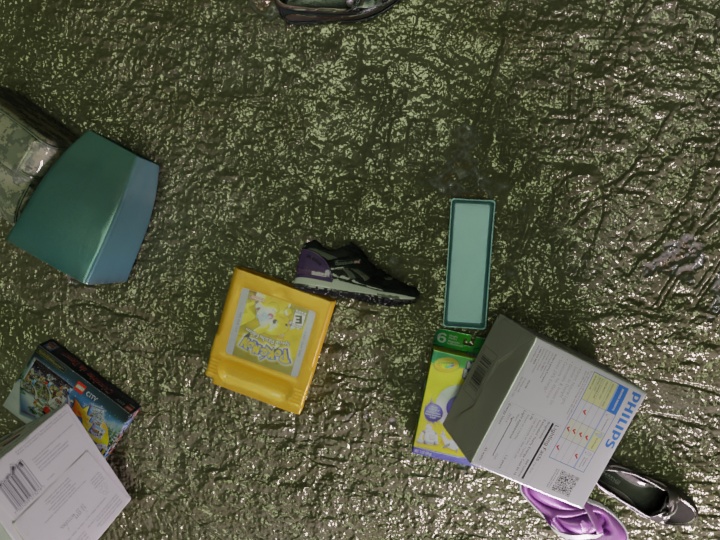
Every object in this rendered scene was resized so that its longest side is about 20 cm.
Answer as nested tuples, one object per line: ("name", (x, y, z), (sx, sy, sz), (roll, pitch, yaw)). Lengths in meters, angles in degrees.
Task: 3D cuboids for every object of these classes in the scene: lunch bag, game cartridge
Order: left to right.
("lunch bag", (-0.558, -0.176, 0.956), (0.199, 0.139, 0.169), (35, 99, 2))
("game cartridge", (-0.150, 0.115, 1.003), (0.174, 0.032, 0.203), (18, 98, 4))

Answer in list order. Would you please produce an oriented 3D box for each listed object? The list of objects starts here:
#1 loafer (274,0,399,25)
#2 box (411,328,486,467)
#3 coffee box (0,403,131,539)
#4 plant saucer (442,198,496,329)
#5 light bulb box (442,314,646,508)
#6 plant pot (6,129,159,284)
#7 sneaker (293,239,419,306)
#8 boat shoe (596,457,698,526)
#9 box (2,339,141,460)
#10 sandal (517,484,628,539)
("loafer", (-0.031, -0.407, 0.903), (0.197, 0.063, 0.073), (-9, 97, 8))
("box", (0.156, 0.201, 0.972), (0.116, 0.048, 0.203), (11, 97, 4))
("coffee box", (-0.537, 0.376, 0.970), (0.196, 0.200, 0.202), (-26, 101, 23))
("plant saucer", (0.169, -0.010, 0.956), (0.069, 0.019, 0.203), (4, 97, 6))
("light bulb box", (0.262, 0.202, 0.890), (0.198, 0.125, 0.200), (25, 96, -15))
("plant pot", (-0.409, -0.102, 0.953), (0.140, 0.141, 0.202), (28, 92, 2))
("sneaker", (0.000, 0.000, 0.951), (0.197, 0.076, 0.089), (11, 79, -5))
("boat shoe", (0.439, 0.352, 0.953), (0.198, 0.057, 0.067), (28, 100, 2))
("box", (-0.498, 0.235, 1.055), (0.199, 0.038, 0.137), (37, 100, 1))
("sandal", (0.337, 0.394, 0.974), (0.201, 0.050, 0.083), (33, 100, 1))
